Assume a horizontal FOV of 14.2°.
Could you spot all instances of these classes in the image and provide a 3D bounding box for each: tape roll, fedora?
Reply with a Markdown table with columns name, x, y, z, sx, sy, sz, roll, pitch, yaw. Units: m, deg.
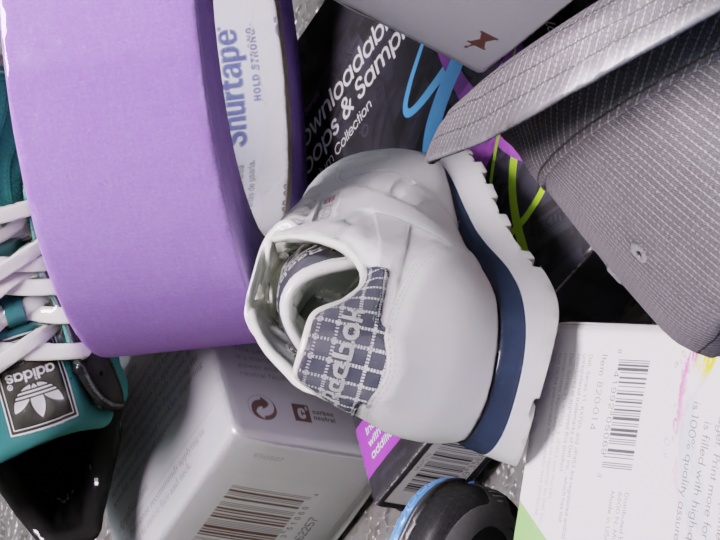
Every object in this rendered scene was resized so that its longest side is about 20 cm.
| name | x | y | z | sx | sy | sz | roll | pitch | yaw |
| --- | --- | --- | --- | --- | --- | --- | --- | --- | --- |
| tape roll | -0.067 | -0.073 | 0.987 | 0.200 | 0.065 | 0.201 | -6 | -90 | -83 |
| fedora | 0.111 | -0.036 | 0.751 | 0.091 | 0.176 | 0.200 | 65 | 166 | 4 |

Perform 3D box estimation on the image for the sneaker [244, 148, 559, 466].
| name | x | y | z | sx | sy | sz | roll | pitch | yaw |
| --- | --- | --- | --- | --- | --- | --- | --- | --- | --- |
| sneaker | 0.000 | 0.000 | 0.929 | 0.200 | 0.080 | 0.077 | -134 | 52 | -71 |

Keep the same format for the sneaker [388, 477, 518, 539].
| name | x | y | z | sx | sy | sz | roll | pitch | yaw |
| --- | --- | --- | --- | --- | --- | --- | --- | --- | --- |
| sneaker | 0.052 | 0.161 | 0.899 | 0.083 | 0.070 | 0.201 | -27 | 64 | 49 |

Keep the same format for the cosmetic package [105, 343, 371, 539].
| name | x | y | z | sx | sy | sz | roll | pitch | yaw |
| --- | --- | --- | --- | --- | --- | --- | --- | --- | --- |
| cosmetic package | -0.060 | 0.020 | 1.118 | 0.102 | 0.074 | 0.201 | -53 | 38 | 38 |

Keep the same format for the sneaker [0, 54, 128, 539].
| name | x | y | z | sx | sy | sz | roll | pitch | yaw |
| --- | --- | --- | --- | --- | --- | --- | --- | --- | --- |
| sneaker | -0.115 | 0.015 | 1.011 | 0.080 | 0.071 | 0.201 | -109 | 5 | -45 |

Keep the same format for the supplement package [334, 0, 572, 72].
| name | x | y | z | sx | sy | sz | roll | pitch | yaw |
| --- | --- | --- | --- | --- | --- | --- | --- | --- | --- |
| supplement package | 0.028 | -0.190 | 0.954 | 0.117 | 0.117 | 0.201 | -37 | 42 | 39 |

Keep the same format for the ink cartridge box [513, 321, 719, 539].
| name | x | y | z | sx | sy | sz | roll | pitch | yaw |
| --- | --- | --- | --- | --- | --- | --- | --- | --- | --- |
| ink cartridge box | 0.124 | 0.077 | 0.799 | 0.200 | 0.067 | 0.118 | 1 | 81 | 60 |

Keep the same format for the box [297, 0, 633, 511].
| name | x | y | z | sx | sy | sz | roll | pitch | yaw |
| --- | --- | --- | --- | --- | --- | --- | --- | --- | --- |
| box | 0.030 | -0.037 | 1.021 | 0.143 | 0.036 | 0.201 | -52 | 39 | 37 |
